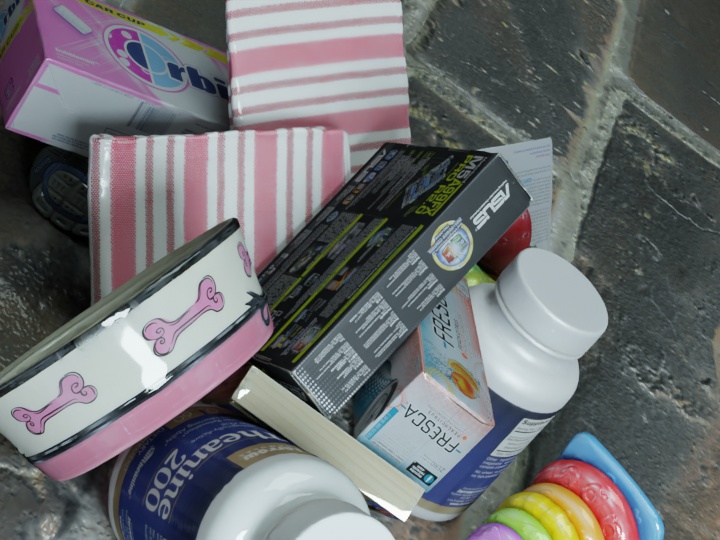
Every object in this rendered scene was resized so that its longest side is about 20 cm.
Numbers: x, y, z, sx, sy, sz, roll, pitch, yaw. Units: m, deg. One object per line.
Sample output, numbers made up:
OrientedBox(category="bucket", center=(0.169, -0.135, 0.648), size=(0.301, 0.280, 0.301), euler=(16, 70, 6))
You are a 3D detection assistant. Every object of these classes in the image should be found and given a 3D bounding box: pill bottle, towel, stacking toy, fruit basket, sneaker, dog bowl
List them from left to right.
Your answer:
OrientedBox(category="dog bowl", center=(-0.139, 0.053, 1.023), size=(0.074, 0.199, 0.200), euler=(56, 29, -7))
OrientedBox(category="sneaker", center=(-0.148, -0.037, 1.241), size=(0.199, 0.075, 0.087), euler=(39, 25, -2))
OrientedBox(category="towel", center=(-0.098, -0.026, 1.170), size=(0.198, 0.148, 0.030), euler=(-5, 12, -27))
OrientedBox(category="pill bottle", center=(-0.061, 0.151, 0.957), size=(0.110, 0.112, 0.199), euler=(18, 0, -32))
OrientedBox(category="towel", center=(-0.034, -0.136, 1.227), size=(0.145, 0.203, 0.030), euler=(-9, 12, -28))
OrientedBox(category="pill bottle", center=(0.089, 0.081, 1.215), size=(0.110, 0.200, 0.112), euler=(27, 32, -19))
OrientedBox(category="fruit basket", center=(0.106, -0.002, 1.369), size=(0.184, 0.093, 0.203), euler=(-16, 104, -54))
OrientedBox(category="stacking toy", center=(0.114, 0.207, 1.194), size=(0.199, 0.117, 0.110), euler=(-14, 55, -41))

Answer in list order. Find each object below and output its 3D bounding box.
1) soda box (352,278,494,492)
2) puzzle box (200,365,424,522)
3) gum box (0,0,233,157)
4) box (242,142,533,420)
OrientedBox(category="soda box", center=(0.036, 0.055, 1.103), size=(0.063, 0.068, 0.201), euler=(38, 19, -18))
OrientedBox(category="puzzle box", center=(-0.037, 0.112, 1.090), size=(0.132, 0.026, 0.200), euler=(35, -10, -6))
OrientedBox(category="gum box", center=(-0.168, -0.133, 1.232), size=(0.198, 0.066, 0.114), euler=(19, 33, -34))
OrientedBox(category="box", center=(0.000, 0.000, 1.107), size=(0.044, 0.200, 0.160), euler=(50, -17, -23))
